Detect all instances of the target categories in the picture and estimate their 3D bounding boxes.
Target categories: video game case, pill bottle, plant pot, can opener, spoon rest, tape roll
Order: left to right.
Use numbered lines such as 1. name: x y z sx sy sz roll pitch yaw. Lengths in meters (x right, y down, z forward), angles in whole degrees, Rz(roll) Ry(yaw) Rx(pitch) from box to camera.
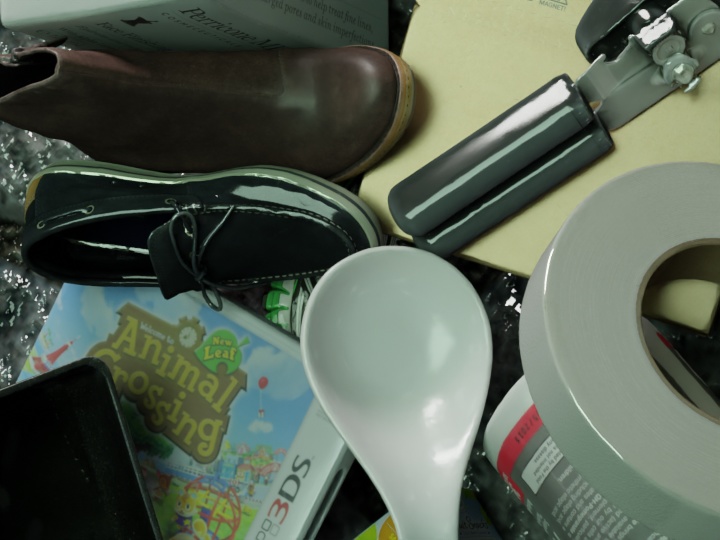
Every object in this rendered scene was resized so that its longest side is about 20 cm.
1. plant pot: -0.228 0.177 1.234 0.177 0.200 0.200 -15 94 47
2. video game case: -0.106 0.098 1.287 0.200 0.022 0.182 29 97 26
3. spoon rest: 0.024 0.087 1.200 0.099 0.061 0.200 -6 89 -14
4. can opener: 0.101 -0.081 1.220 0.200 0.053 0.067 -38 48 6
5. pill bottle: 0.161 0.128 1.185 0.111 0.111 0.200 -46 66 16
6. tape roll: 0.176 0.040 1.150 0.203 0.203 0.037 59 150 20

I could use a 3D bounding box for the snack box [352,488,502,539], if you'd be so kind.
1. snack box: 0.035 0.242 1.263 0.169 0.068 0.200 -39 69 20

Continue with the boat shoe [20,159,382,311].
1. boat shoe: -0.087 -0.016 1.254 0.200 0.075 0.062 5 46 14

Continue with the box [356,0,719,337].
1. box: 0.111 -0.072 1.248 0.200 0.021 0.164 17 92 9

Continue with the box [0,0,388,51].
1. box: -0.087 -0.213 1.303 0.130 0.199 0.200 -6 79 28

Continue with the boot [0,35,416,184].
1. boot: -0.090 -0.086 1.236 0.200 0.166 0.073 -8 78 45

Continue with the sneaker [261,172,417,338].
1. sneaker: 0.000 0.000 1.303 0.085 0.078 0.200 4 86 28
